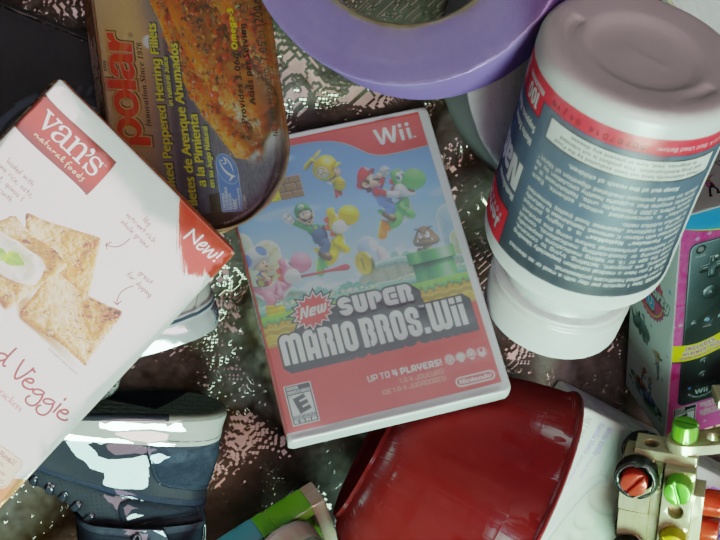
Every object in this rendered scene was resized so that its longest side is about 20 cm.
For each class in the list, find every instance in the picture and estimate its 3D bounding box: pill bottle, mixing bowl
[{"bbox_3d":[0.137,-0.048,0.850,0.118,0.120,0.201,2,133,-13],"label":"pill bottle"},{"bbox_3d":[0.051,0.142,0.941,0.108,0.200,0.202,29,97,-2],"label":"mixing bowl"}]

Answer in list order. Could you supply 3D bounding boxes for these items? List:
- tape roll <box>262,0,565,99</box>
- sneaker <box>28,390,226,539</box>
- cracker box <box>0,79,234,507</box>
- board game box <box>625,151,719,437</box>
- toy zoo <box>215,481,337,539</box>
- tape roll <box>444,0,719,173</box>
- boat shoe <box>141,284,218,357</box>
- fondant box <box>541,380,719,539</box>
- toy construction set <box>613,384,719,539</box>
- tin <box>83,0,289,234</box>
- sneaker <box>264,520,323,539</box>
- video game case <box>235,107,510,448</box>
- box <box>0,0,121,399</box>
[{"bbox_3d":[0.033,-0.205,0.849,0.197,0.085,0.203,0,90,10],"label":"tape roll"},{"bbox_3d":[-0.194,0.150,0.938,0.200,0.077,0.148,6,104,-12],"label":"sneaker"},{"bbox_3d":[-0.184,0.014,0.782,0.134,0.058,0.200,44,84,-15],"label":"cracker box"},{"bbox_3d":[0.260,0.007,0.970,0.146,0.065,0.202,-15,130,-10],"label":"board game box"},{"bbox_3d":[-0.098,0.237,0.963,0.199,0.020,0.132,-31,136,-14],"label":"toy zoo"},{"bbox_3d":[0.154,-0.141,0.944,0.197,0.066,0.203,-3,106,-12],"label":"tape roll"},{"bbox_3d":[-0.192,0.022,0.906,0.200,0.075,0.087,-17,108,-11],"label":"boat shoe"},{"bbox_3d":[0.195,0.190,1.044,0.198,0.058,0.145,27,97,-19],"label":"fondant box"},{"bbox_3d":[0.234,0.165,0.962,0.129,0.092,0.203,8,101,16],"label":"toy construction set"},{"bbox_3d":[-0.106,-0.119,0.866,0.111,0.042,0.203,-3,81,-27],"label":"tin"},{"bbox_3d":[-0.061,0.265,0.935,0.071,0.080,0.202,2,120,-43],"label":"sneaker"},{"bbox_3d":[0.000,0.000,0.909,0.141,0.017,0.202,-12,68,-9],"label":"video game case"},{"bbox_3d":[-0.193,-0.044,0.859,0.159,0.043,0.202,21,71,-17],"label":"box"}]
